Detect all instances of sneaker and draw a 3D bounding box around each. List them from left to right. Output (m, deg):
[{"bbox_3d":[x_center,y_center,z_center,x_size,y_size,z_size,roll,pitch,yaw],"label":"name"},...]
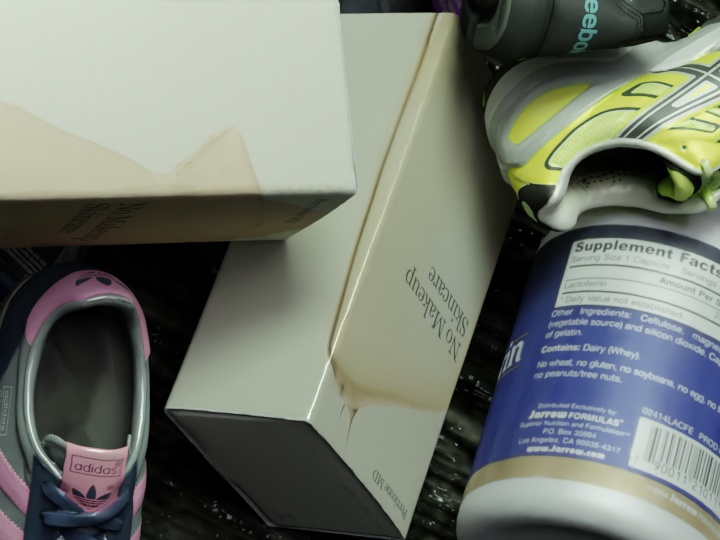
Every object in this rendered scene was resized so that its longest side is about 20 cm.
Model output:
[{"bbox_3d":[-0.116,0.096,0.928,0.070,0.082,0.201,1,85,-21],"label":"sneaker"},{"bbox_3d":[0.073,-0.146,1.016,0.079,0.076,0.200,3,36,-13],"label":"sneaker"},{"bbox_3d":[0.153,-0.060,0.988,0.199,0.076,0.077,-13,54,8],"label":"sneaker"}]

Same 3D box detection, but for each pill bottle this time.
[{"bbox_3d":[0.119,0.043,1.024,0.115,0.116,0.201,22,60,-4],"label":"pill bottle"}]

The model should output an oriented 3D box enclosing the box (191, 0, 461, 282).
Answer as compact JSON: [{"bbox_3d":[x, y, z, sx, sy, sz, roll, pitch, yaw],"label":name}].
[{"bbox_3d":[-0.030,-0.111,1.053,0.036,0.143,0.200,12,53,38],"label":"box"}]

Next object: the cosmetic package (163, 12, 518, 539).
[{"bbox_3d":[0.000,0.000,1.007,0.073,0.104,0.201,2,59,30],"label":"cosmetic package"}]

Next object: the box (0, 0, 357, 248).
[{"bbox_3d":[-0.110,-0.055,0.896,0.199,0.095,0.078,-2,80,-20],"label":"box"}]

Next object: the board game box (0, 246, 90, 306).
[{"bbox_3d":[-0.147,-0.105,1.054,0.200,0.062,0.200,43,61,8],"label":"board game box"}]
